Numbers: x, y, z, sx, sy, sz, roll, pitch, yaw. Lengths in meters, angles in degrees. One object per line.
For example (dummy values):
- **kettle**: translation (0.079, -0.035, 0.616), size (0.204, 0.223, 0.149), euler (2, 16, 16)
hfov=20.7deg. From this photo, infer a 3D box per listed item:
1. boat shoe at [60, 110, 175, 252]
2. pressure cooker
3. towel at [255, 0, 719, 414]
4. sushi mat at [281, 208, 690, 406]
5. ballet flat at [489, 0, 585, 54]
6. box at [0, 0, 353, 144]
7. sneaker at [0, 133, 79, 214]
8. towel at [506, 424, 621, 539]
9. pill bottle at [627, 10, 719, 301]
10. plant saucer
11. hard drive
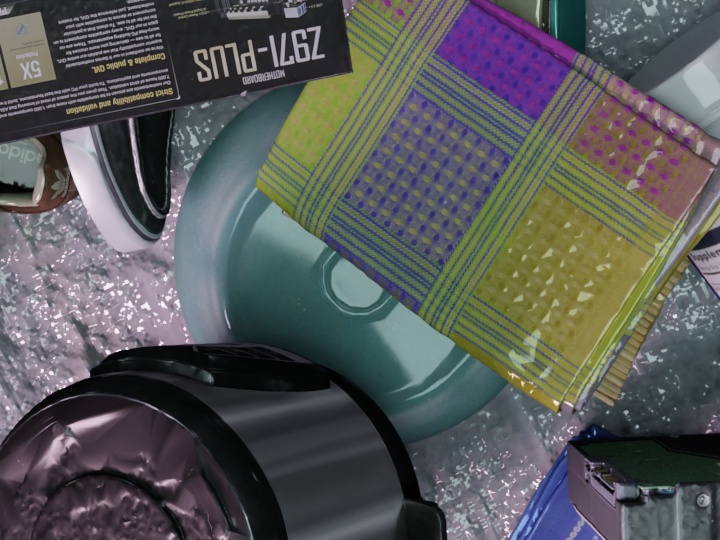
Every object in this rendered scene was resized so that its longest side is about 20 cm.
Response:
- **boat shoe**: translation (-0.109, -0.110, 0.967), size (0.067, 0.074, 0.202), euler (-5, 97, 16)
- **pressure cooker**: translation (-0.068, 0.127, 0.946), size (0.179, 0.199, 0.176), euler (-47, 71, 22)
- **towel**: translation (0.060, -0.042, 0.916), size (0.199, 0.023, 0.144), euler (34, 97, 15)
- **sushi mat**: translation (0.065, -0.022, 0.973), size (0.199, 0.012, 0.096), euler (30, 94, -10)
- **ballet flat**: translation (0.080, -0.162, 0.953), size (0.069, 0.070, 0.202), euler (5, 101, 2)
- **box**: translation (-0.114, -0.155, 0.855), size (0.198, 0.086, 0.165), euler (-12, 114, -3)
- **sneaker**: translation (-0.231, -0.073, 0.982), size (0.198, 0.076, 0.071), euler (9, 105, 1)
- **towel**: translation (0.164, 0.188, 1.050), size (0.199, 0.024, 0.146), euler (30, 105, -4)
- **pill bottle**: translation (0.212, -0.025, 0.949), size (0.111, 0.111, 0.201), euler (-36, 99, 11)
- **plant saucer**: translation (0.000, 0.000, 1.007), size (0.198, 0.036, 0.202), euler (1, 103, 3)
- **hard drive**: translation (0.208, 0.105, 0.953), size (0.198, 0.140, 0.038), euler (-2, 94, -5)
